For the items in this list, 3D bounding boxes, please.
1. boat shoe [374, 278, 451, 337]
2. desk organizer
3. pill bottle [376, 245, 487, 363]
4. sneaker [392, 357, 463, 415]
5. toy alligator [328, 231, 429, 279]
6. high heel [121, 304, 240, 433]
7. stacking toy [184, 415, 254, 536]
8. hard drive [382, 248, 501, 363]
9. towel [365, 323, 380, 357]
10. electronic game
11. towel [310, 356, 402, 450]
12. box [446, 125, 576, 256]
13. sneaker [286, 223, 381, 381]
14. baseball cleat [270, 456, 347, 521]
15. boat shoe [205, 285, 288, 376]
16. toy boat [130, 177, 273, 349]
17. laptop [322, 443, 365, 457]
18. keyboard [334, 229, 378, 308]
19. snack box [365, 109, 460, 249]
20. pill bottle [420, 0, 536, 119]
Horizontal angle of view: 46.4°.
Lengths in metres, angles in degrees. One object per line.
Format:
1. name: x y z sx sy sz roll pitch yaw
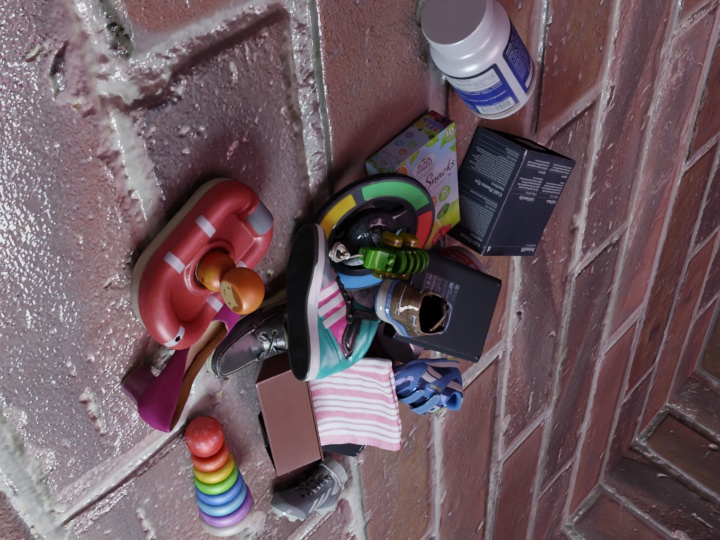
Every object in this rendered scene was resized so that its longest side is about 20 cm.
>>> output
1. boat shoe: 0.086 0.062 1.170 0.199 0.071 0.074 18 86 -64
2. desk organizer: -0.112 0.203 1.237 0.076 0.072 0.203 -19 129 -15
3. pill bottle: 0.119 0.058 1.393 0.200 0.108 0.110 -43 146 -29
4. sneaker: 0.097 0.187 1.336 0.197 0.084 0.073 3 159 -42
5. toy alligator: 0.039 -0.015 1.127 0.198 0.054 0.061 -2 113 -52
6. high heel: -0.193 0.110 1.032 0.200 0.095 0.068 -46 146 -18
7. stacking toy: -0.204 0.283 1.193 0.085 0.085 0.203 -33 135 -32
8. hard drive: 0.133 0.056 1.310 0.198 0.033 0.143 19 87 -39
9. towel: -0.046 0.160 1.346 0.198 0.023 0.147 -24 134 -42
10. electronic game: 0.015 -0.051 1.174 0.196 0.042 0.203 -16 137 -16
11. towel: -0.014 0.203 1.284 0.030 0.143 0.203 -75 162 -47
12. box: 0.248 -0.129 1.421 0.198 0.103 0.185 0 117 -53
13. sneaker: -0.030 0.042 1.119 0.119 0.083 0.205 2 90 -35
14. baseball cleat: -0.086 0.370 1.443 0.108 0.069 0.199 -65 157 0
15. boat shoe: -0.120 0.080 1.134 0.199 0.064 0.074 -38 142 -30
16. toy boat: -0.161 0.005 0.954 0.201 0.130 0.131 -51 147 -10
17. laptop: 0.003 0.214 1.434 0.179 0.102 0.200 -57 178 21
18. keyboard: 0.000 0.000 1.282 0.056 0.011 0.201 -47 146 -17
19. snack box: 0.083 -0.115 1.255 0.142 0.053 0.202 -41 144 -24
20. pill bottle: 0.161 -0.300 1.146 0.117 0.115 0.199 -57 148 0
